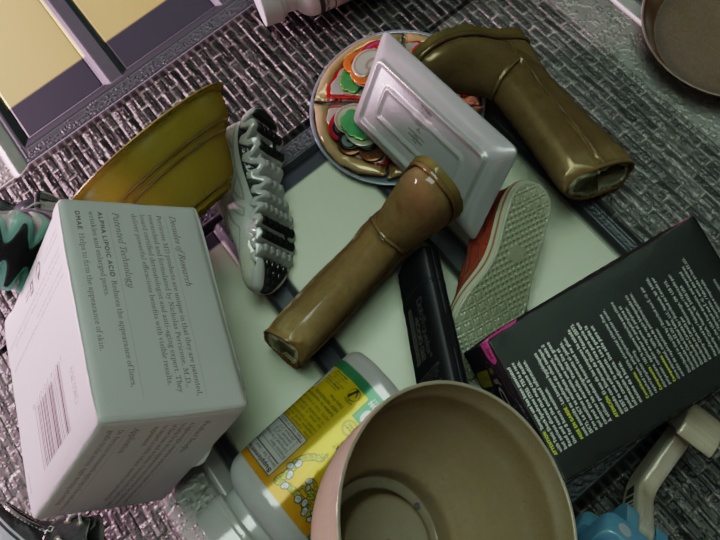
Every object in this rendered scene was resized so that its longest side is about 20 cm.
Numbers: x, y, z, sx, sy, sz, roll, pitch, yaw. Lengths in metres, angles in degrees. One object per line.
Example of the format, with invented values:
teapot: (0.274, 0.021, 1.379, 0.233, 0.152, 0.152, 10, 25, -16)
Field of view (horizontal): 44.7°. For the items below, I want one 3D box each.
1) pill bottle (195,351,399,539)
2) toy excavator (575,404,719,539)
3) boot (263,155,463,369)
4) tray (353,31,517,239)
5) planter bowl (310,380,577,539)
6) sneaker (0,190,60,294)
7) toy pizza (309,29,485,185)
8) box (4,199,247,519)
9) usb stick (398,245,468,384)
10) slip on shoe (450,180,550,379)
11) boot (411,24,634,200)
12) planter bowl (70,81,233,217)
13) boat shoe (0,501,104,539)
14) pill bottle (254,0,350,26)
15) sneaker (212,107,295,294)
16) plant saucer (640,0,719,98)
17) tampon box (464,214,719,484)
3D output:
pill bottle: (-0.043, 0.177, 0.764, 0.199, 0.113, 0.113, -40, 67, -11)
toy excavator: (0.215, 0.217, 0.714, 0.099, 0.196, 0.200, 34, 31, 1)
boot: (0.000, 0.000, 0.813, 0.066, 0.175, 0.200, 43, 74, 4)
tray: (0.061, -0.131, 0.851, 0.022, 0.109, 0.200, -16, 52, -40)
planter bowl: (0.043, 0.200, 0.649, 0.196, 0.135, 0.205, 12, 62, -24)
sneaker: (-0.331, -0.038, 0.863, 0.139, 0.199, 0.078, 38, 93, 26)
toy pizza: (0.039, -0.187, 0.959, 0.195, 0.032, 0.205, -3, 66, 7)
box: (-0.214, 0.079, 0.768, 0.128, 0.199, 0.204, 1, 56, -37)
usb stick: (0.065, 0.056, 0.800, 0.032, 0.056, 0.202, 24, 34, -24)
slip on shoe: (0.125, 0.010, 0.848, 0.073, 0.061, 0.204, 25, 80, -20)
boot: (0.159, -0.158, 0.877, 0.172, 0.067, 0.202, -17, 62, -28)
planter bowl: (-0.184, -0.084, 0.848, 0.200, 0.200, 0.084, -41, 97, -11)
boat shoe: (-0.252, 0.253, 0.786, 0.197, 0.072, 0.072, 28, 75, 8)
pill bottle: (-0.036, -0.364, 1.002, 0.196, 0.116, 0.118, -23, 65, -3)
sneaker: (-0.118, -0.066, 0.914, 0.079, 0.075, 0.205, -17, 65, 21)
plant saucer: (0.400, -0.261, 0.941, 0.195, 0.035, 0.205, -3, 66, 7)
tampon box: (0.207, 0.071, 0.741, 0.197, 0.150, 0.128, -29, 81, -6)
